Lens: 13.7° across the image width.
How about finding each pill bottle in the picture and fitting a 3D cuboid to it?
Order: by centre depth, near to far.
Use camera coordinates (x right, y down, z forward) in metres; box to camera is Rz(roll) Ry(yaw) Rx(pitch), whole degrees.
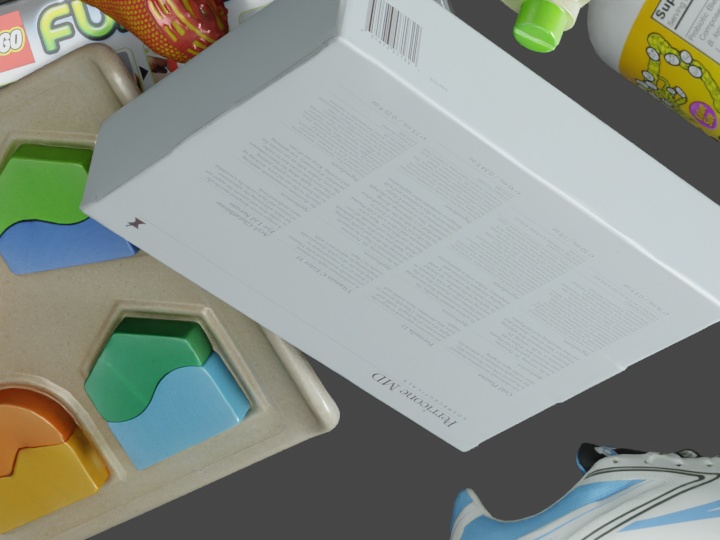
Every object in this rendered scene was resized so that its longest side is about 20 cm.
[{"bbox_3d":[0.162,-0.099,1.184,0.200,0.104,0.104,36,100,14],"label":"pill bottle"}]

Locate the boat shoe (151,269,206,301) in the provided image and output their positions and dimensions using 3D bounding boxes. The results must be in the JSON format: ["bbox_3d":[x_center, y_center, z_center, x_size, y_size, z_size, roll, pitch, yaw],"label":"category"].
[{"bbox_3d":[0.000,0.000,1.235,0.200,0.073,0.065,-17,98,10],"label":"boat shoe"}]

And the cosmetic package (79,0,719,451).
[{"bbox_3d":[0.020,-0.020,1.125,0.200,0.052,0.151,34,135,-28],"label":"cosmetic package"}]

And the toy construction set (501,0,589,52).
[{"bbox_3d":[0.021,-0.117,1.119,0.131,0.092,0.200,34,138,-26],"label":"toy construction set"}]

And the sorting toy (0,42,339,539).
[{"bbox_3d":[-0.132,0.024,1.222,0.200,0.036,0.185,-24,106,28],"label":"sorting toy"}]

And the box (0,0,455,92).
[{"bbox_3d":[-0.058,-0.083,1.245,0.200,0.035,0.110,-16,98,6],"label":"box"}]

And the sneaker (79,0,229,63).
[{"bbox_3d":[-0.129,-0.140,1.207,0.200,0.073,0.077,43,102,25],"label":"sneaker"}]

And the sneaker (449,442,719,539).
[{"bbox_3d":[0.133,0.097,1.248,0.200,0.072,0.073,-15,78,0],"label":"sneaker"}]
